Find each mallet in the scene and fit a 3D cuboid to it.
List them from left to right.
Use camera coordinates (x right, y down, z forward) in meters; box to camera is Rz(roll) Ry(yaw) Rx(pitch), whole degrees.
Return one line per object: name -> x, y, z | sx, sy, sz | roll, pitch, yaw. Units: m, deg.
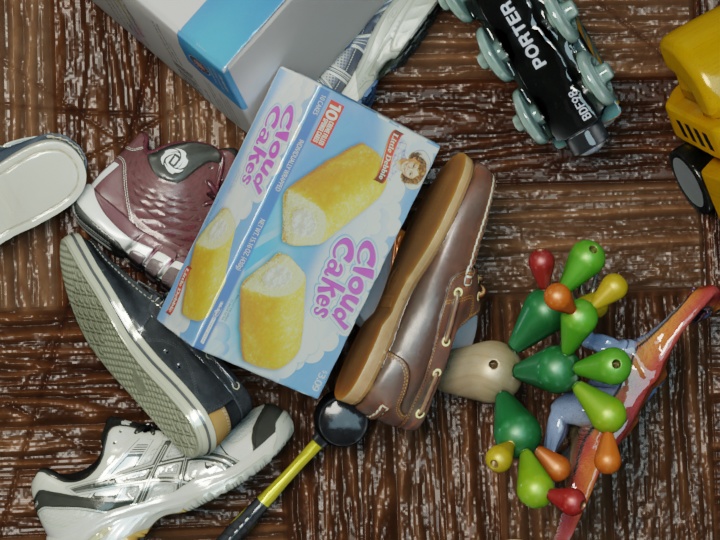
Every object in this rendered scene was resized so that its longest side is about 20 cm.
mallet -> -0.067, 0.165, 1.660 | 0.041, 0.066, 0.200 | 43, 97, -2

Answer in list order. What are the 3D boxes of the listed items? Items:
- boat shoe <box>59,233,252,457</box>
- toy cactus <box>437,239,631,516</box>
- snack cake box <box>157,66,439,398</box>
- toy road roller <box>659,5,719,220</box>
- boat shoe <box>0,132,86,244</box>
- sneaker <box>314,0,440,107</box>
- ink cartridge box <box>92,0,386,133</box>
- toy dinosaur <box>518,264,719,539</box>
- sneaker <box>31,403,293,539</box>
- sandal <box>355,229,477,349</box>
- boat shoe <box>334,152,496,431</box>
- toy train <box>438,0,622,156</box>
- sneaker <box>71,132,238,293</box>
boat shoe -> -0.151, 0.048, 1.618 | 0.062, 0.075, 0.200 | -30, 65, -28
toy cactus -> 0.117, 0.074, 1.595 | 0.102, 0.164, 0.201 | 16, 76, -46
snack cake box -> -0.043, -0.026, 1.562 | 0.115, 0.067, 0.201 | 24, 93, -32
toy road roller -> 0.296, -0.115, 1.644 | 0.122, 0.200, 0.147 | -29, 113, -8
boat shoe -> -0.292, -0.045, 1.622 | 0.199, 0.062, 0.075 | -30, 107, 0
sneaker -> -0.024, -0.153, 1.671 | 0.085, 0.077, 0.200 | 35, 75, 5
ink cartridge box -> -0.108, -0.226, 1.589 | 0.200, 0.147, 0.146 | 40, 83, 16
toy dinosaur -> 0.201, 0.091, 1.644 | 0.181, 0.105, 0.201 | -34, 54, 19
sneaker -> -0.146, 0.137, 1.626 | 0.199, 0.076, 0.088 | -28, 91, -9
sandal -> 0.005, -0.007, 1.660 | 0.079, 0.059, 0.207 | -47, 108, -8
boat shoe -> 0.053, 0.017, 1.611 | 0.070, 0.070, 0.201 | 25, 92, -15
toy train -> 0.129, -0.180, 1.665 | 0.085, 0.114, 0.201 | -31, 94, 19
sneaker -> -0.105, -0.028, 1.644 | 0.200, 0.076, 0.116 | 38, 79, -3
